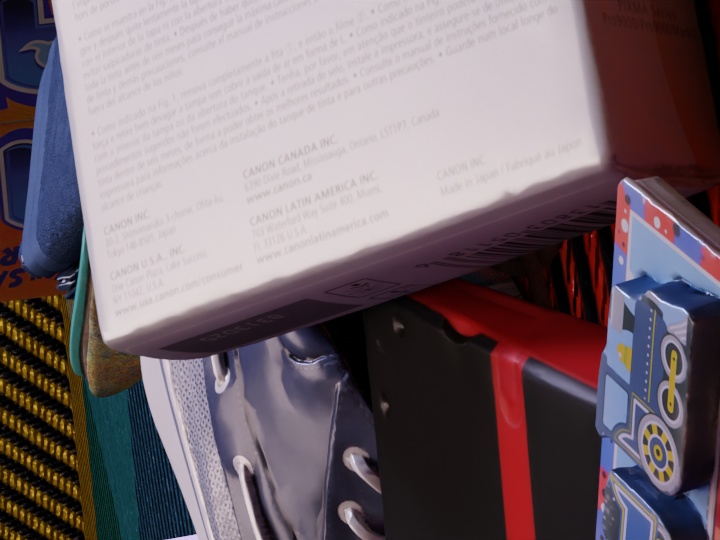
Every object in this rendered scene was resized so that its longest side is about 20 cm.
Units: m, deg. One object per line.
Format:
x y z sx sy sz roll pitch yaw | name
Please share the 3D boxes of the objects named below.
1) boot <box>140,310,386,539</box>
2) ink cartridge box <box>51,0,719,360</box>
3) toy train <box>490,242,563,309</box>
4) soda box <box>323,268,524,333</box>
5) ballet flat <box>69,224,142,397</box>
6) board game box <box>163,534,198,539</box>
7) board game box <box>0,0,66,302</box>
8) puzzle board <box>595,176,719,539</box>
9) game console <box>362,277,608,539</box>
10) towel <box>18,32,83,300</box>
0.002 0.074 0.764 0.201 0.073 0.090 65 148 14 | boot
-0.007 -0.094 0.676 0.162 0.050 0.201 -19 72 39 | ink cartridge box
0.020 -0.048 0.765 0.116 0.084 0.201 62 -171 -69 | toy train
0.000 0.000 0.927 0.200 0.063 0.069 -117 22 -61 | soda box
-0.055 -0.030 0.865 0.071 0.070 0.201 -107 15 -44 | ballet flat
-0.061 0.179 0.837 0.057 0.165 0.201 40 -133 -46 | board game box
-0.146 -0.127 1.286 0.200 0.199 0.200 -108 14 -49 | board game box
0.080 0.103 0.534 0.151 0.017 0.201 -134 38 -53 | puzzle board
0.056 0.109 0.655 0.177 0.031 0.201 -156 58 -63 | game console
-0.063 -0.077 0.962 0.200 0.048 0.112 129 148 -55 | towel
